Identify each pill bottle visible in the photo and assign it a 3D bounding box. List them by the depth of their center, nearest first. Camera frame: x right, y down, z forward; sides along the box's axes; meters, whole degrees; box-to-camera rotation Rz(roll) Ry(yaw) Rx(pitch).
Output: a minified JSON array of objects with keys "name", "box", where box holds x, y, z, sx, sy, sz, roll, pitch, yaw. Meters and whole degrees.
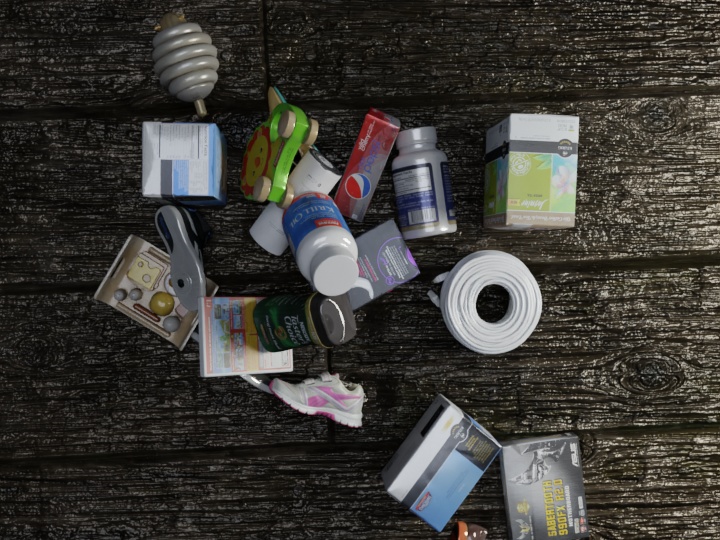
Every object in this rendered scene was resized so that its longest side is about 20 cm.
[{"name":"pill bottle","box":[-0.068,-0.047,1.486,0.110,0.201,0.114,-10,126,-14]},{"name":"pill bottle","box":[0.118,-0.167,1.609,0.109,0.111,0.204,-8,91,-3]}]

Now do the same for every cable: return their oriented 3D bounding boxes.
[{"name":"cable","box":[0.256,0.061,1.640,0.198,0.069,0.202,-33,92,-2]}]

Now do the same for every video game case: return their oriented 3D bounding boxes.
[{"name":"video game case","box":[-0.214,0.122,1.579,0.198,0.017,0.146,2,82,-41]}]

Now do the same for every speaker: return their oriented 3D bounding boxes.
[{"name":"speaker","box":[-0.124,-0.127,1.587,0.081,0.081,0.201,38,106,-3]}]

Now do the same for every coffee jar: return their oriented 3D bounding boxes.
[{"name":"coffee jar","box":[-0.101,0.091,1.533,0.198,0.085,0.106,-10,104,42]}]

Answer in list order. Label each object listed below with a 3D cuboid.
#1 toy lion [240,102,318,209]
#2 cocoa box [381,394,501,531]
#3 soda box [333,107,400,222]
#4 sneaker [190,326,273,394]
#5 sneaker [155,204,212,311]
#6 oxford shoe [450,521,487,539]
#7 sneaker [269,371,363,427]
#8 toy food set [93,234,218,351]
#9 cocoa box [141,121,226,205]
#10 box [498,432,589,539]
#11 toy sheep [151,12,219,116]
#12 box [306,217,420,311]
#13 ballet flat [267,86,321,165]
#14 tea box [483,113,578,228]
[{"name":"toy lion","box":[-0.165,-0.217,1.553,0.068,0.192,0.202,13,112,-30]},{"name":"cocoa box","box":[0.152,0.363,1.601,0.131,0.133,0.201,37,89,-3]},{"name":"soda box","box":[0.009,-0.200,1.593,0.069,0.064,0.202,22,112,-3]},{"name":"sneaker","box":[-0.222,0.150,1.620,0.199,0.071,0.100,40,77,-11]},{"name":"sneaker","box":[-0.311,-0.030,1.589,0.072,0.112,0.203,-16,91,25]},{"name":"oxford shoe","box":[0.209,0.601,1.649,0.071,0.071,0.204,9,90,-8]},{"name":"sneaker","box":[-0.080,0.235,1.623,0.197,0.081,0.090,19,84,-18]},{"name":"toy food set","box":[-0.392,0.042,1.614,0.198,0.060,0.145,31,90,-3]},{"name":"cocoa box","box":[-0.318,-0.192,1.543,0.129,0.200,0.136,0,90,-3]},{"name":"box","box":[0.362,0.433,1.663,0.155,0.048,0.204,-6,91,-3]},{"name":"toy sheep","box":[-0.325,-0.387,1.573,0.136,0.138,0.203,-24,92,-2]},{"name":"box","box":[0.000,0.000,1.609,0.198,0.106,0.124,-28,91,-1]},{"name":"ballet flat","box":[-0.134,-0.258,1.618,0.063,0.069,0.201,-35,92,3]},{"name":"tea box","box":[0.315,-0.177,1.574,0.131,0.200,0.201,1,90,-3]}]
